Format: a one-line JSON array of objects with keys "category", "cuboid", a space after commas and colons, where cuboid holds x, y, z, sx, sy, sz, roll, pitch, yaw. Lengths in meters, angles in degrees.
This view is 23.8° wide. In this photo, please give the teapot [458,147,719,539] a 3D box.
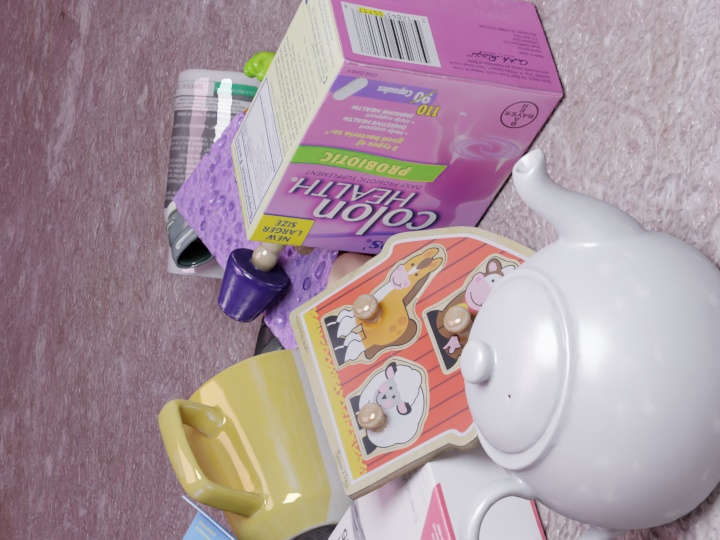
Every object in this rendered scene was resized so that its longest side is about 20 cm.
[{"category": "teapot", "cuboid": [0.128, 0.066, 1.035, 0.198, 0.145, 0.201, 122, 144, -45]}]

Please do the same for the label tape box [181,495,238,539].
[{"category": "label tape box", "cuboid": [-0.083, 0.274, 1.361, 0.143, 0.200, 0.066, 36, 77, 27]}]

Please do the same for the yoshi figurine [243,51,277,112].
[{"category": "yoshi figurine", "cuboid": [-0.036, -0.161, 1.509, 0.200, 0.112, 0.112, -49, 58, 49]}]

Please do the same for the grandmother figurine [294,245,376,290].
[{"category": "grandmother figurine", "cuboid": [0.000, 0.000, 1.373, 0.061, 0.121, 0.201, -36, 28, 37]}]

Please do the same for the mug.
[{"category": "mug", "cuboid": [-0.078, 0.175, 1.441, 0.150, 0.186, 0.154, 107, 146, -49]}]

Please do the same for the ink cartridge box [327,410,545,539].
[{"category": "ink cartridge box", "cuboid": [0.050, 0.219, 1.247, 0.200, 0.082, 0.147, 119, 146, -41]}]

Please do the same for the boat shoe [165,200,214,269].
[{"category": "boat shoe", "cuboid": [-0.094, -0.050, 1.563, 0.199, 0.073, 0.062, -16, 56, 28]}]

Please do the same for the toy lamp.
[{"category": "toy lamp", "cuboid": [-0.059, -0.044, 1.418, 0.200, 0.058, 0.058, -57, 34, 23]}]

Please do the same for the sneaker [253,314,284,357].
[{"category": "sneaker", "cuboid": [-0.055, 0.047, 1.543, 0.201, 0.073, 0.082, -69, 24, 9]}]

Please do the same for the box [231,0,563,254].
[{"category": "box", "cuboid": [0.021, -0.110, 1.269, 0.200, 0.175, 0.097, 123, 144, -45]}]

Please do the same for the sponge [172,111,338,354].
[{"category": "sponge", "cuboid": [-0.076, -0.033, 1.486, 0.112, 0.030, 0.200, -51, 61, 22]}]

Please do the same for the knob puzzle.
[{"category": "knob puzzle", "cuboid": [0.047, 0.042, 1.218, 0.219, 0.030, 0.221, -18, 52, 24]}]

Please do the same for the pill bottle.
[{"category": "pill bottle", "cuboid": [-0.134, -0.092, 1.685, 0.113, 0.113, 0.201, -176, 92, -66]}]
